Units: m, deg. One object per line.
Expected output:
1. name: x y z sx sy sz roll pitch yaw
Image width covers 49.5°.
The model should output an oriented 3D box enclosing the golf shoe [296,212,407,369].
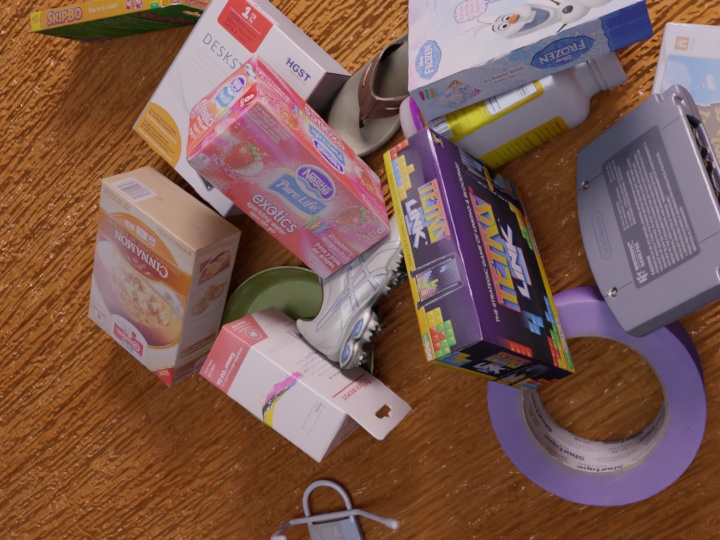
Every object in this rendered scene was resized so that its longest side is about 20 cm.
1. golf shoe: 0.000 0.000 0.827 0.097 0.078 0.200 28 92 13

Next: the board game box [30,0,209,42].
1. board game box: -0.266 -0.290 0.893 0.199 0.096 0.030 1 99 22

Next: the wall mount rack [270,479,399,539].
1. wall mount rack: -0.006 0.345 0.905 0.173 0.075 0.201 -17 93 23

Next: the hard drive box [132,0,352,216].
1. hard drive box: -0.134 -0.187 0.868 0.156 0.077 0.200 42 111 10

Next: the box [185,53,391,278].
1. box: -0.069 -0.099 0.779 0.095 0.103 0.200 -34 126 20

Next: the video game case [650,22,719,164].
1. video game case: 0.352 -0.115 0.712 0.182 0.022 0.201 12 103 20

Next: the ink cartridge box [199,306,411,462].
1. ink cartridge box: -0.055 0.128 0.833 0.200 0.116 0.068 33 108 14

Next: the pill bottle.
1. pill bottle: 0.144 -0.163 0.744 0.200 0.104 0.104 -26 89 23

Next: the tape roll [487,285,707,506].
1. tape roll: 0.231 0.120 0.767 0.199 0.085 0.201 4 101 22

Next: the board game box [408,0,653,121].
1. board game box: 0.139 -0.246 0.699 0.199 0.043 0.200 -16 49 23

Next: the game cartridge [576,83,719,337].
1. game cartridge: 0.255 -0.049 0.686 0.133 0.040 0.200 -36 47 42

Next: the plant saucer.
1. plant saucer: -0.073 0.092 0.914 0.199 0.031 0.201 4 101 21

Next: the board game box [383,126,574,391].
1. board game box: 0.105 -0.006 0.690 0.057 0.165 0.200 -27 60 30

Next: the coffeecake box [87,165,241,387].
1. coffeecake box: -0.232 0.007 0.904 0.153 0.073 0.200 34 127 22

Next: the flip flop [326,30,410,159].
1. flip flop: 0.036 -0.195 0.807 0.200 0.058 0.081 -37 84 24
